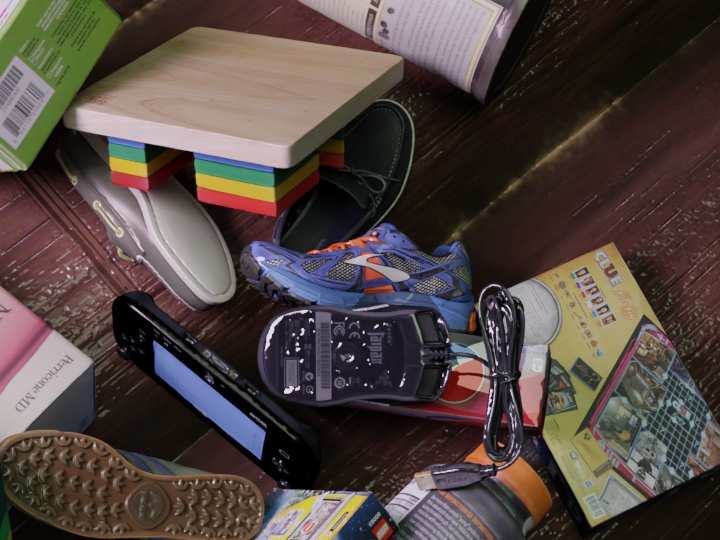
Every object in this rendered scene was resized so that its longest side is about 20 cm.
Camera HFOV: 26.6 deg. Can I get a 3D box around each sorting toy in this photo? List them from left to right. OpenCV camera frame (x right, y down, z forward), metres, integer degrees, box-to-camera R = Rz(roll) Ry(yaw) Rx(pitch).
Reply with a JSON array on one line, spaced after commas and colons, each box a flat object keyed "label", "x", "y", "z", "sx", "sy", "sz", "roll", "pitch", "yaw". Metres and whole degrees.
[{"label": "sorting toy", "x": -0.095, "y": -0.118, "z": 1.195, "sx": 0.199, "sy": 0.070, "sz": 0.199, "roll": 12, "pitch": 31, "yaw": 24}]

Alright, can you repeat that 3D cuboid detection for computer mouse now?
[{"label": "computer mouse", "x": 0.028, "y": 0.089, "z": 1.099, "sx": 0.198, "sy": 0.046, "sz": 0.142, "roll": -7, "pitch": 86, "yaw": 13}]

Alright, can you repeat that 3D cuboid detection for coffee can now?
[{"label": "coffee can", "x": 0.054, "y": -0.250, "z": 1.278, "sx": 0.199, "sy": 0.147, "sz": 0.147, "roll": 29, "pitch": 68, "yaw": 8}]

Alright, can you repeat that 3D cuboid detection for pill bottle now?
[{"label": "pill bottle", "x": 0.050, "y": 0.214, "z": 1.104, "sx": 0.106, "sy": 0.106, "sz": 0.200, "roll": 43, "pitch": 70, "yaw": 13}]

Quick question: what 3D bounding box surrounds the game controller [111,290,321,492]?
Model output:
[{"label": "game controller", "x": -0.109, "y": 0.092, "z": 1.144, "sx": 0.200, "sy": 0.104, "sz": 0.042, "roll": 37, "pitch": 74, "yaw": 11}]

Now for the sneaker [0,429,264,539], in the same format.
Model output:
[{"label": "sneaker", "x": -0.176, "y": 0.162, "z": 1.093, "sx": 0.199, "sy": 0.090, "sz": 0.068, "roll": 15, "pitch": 74, "yaw": -24}]

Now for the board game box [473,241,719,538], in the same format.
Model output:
[{"label": "board game box", "x": 0.189, "y": 0.092, "z": 1.206, "sx": 0.135, "sy": 0.035, "sz": 0.201, "roll": -22, "pitch": 71, "yaw": -13}]

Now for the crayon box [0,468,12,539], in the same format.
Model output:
[{"label": "crayon box", "x": -0.334, "y": 0.140, "z": 1.050, "sx": 0.199, "sy": 0.173, "sz": 0.058, "roll": 29, "pitch": 52, "yaw": 18}]

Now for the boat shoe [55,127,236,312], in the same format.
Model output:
[{"label": "boat shoe", "x": -0.174, "y": -0.044, "z": 1.221, "sx": 0.202, "sy": 0.060, "sz": 0.072, "roll": 54, "pitch": 31, "yaw": 12}]

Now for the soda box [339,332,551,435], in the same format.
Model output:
[{"label": "soda box", "x": 0.044, "y": 0.079, "z": 1.159, "sx": 0.198, "sy": 0.070, "sz": 0.064, "roll": 7, "pitch": 80, "yaw": 10}]

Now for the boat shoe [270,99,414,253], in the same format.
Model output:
[{"label": "boat shoe", "x": -0.014, "y": -0.064, "z": 1.241, "sx": 0.074, "sy": 0.062, "sz": 0.201, "roll": 29, "pitch": 67, "yaw": 10}]

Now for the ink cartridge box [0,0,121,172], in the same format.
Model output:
[{"label": "ink cartridge box", "x": -0.297, "y": -0.152, "z": 1.184, "sx": 0.076, "sy": 0.199, "sz": 0.148, "roll": 44, "pitch": 63, "yaw": -34}]

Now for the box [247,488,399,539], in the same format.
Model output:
[{"label": "box", "x": -0.079, "y": 0.234, "z": 1.054, "sx": 0.200, "sy": 0.136, "sz": 0.038, "roll": -46, "pitch": 109, "yaw": -29}]

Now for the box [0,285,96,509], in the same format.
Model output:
[{"label": "box", "x": -0.310, "y": 0.073, "z": 1.128, "sx": 0.199, "sy": 0.109, "sz": 0.128, "roll": 36, "pitch": 61, "yaw": 11}]

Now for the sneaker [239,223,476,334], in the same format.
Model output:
[{"label": "sneaker", "x": 0.000, "y": 0.000, "z": 1.175, "sx": 0.199, "sy": 0.075, "sz": 0.079, "roll": 11, "pitch": 82, "yaw": -26}]
